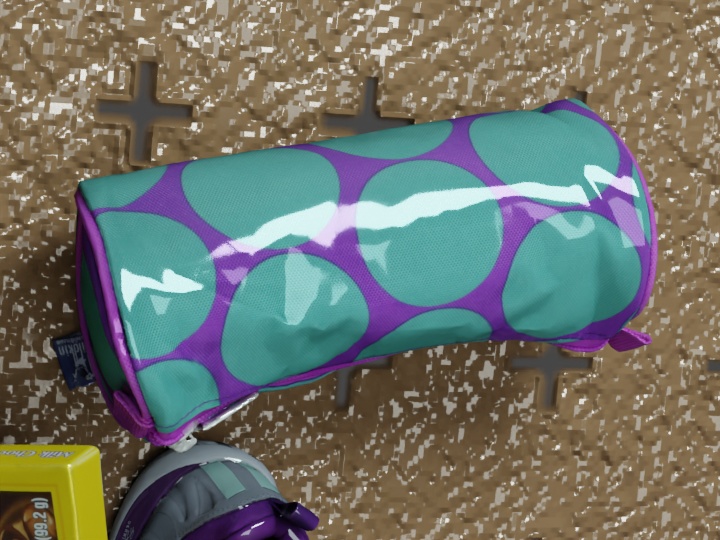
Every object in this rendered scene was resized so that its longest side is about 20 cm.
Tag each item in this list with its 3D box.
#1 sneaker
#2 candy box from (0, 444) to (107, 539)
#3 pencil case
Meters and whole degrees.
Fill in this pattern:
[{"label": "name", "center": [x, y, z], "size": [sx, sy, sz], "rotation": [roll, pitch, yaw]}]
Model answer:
[{"label": "sneaker", "center": [-0.073, 0.158, 0.827], "size": [0.074, 0.087, 0.201], "rotation": [19, 91, -24]}, {"label": "candy box", "center": [-0.125, 0.156, 0.808], "size": [0.101, 0.026, 0.202], "rotation": [0, 102, 22]}, {"label": "pencil case", "center": [0.000, 0.000, 0.833], "size": [0.199, 0.085, 0.093], "rotation": [-12, 87, -20]}]
